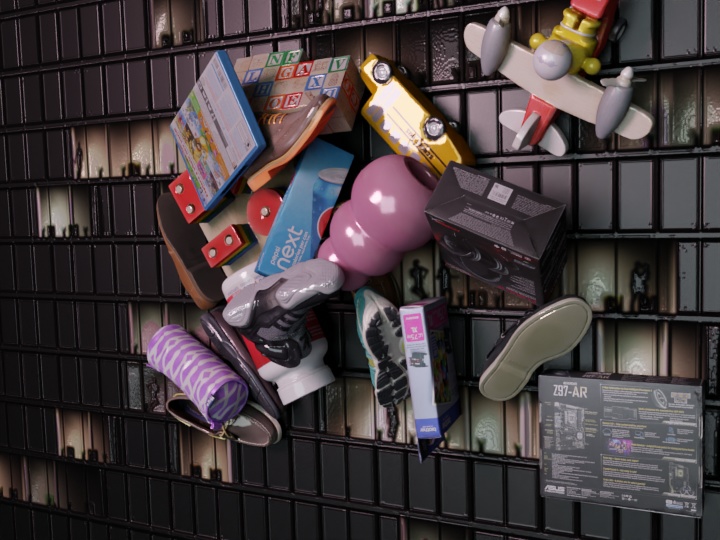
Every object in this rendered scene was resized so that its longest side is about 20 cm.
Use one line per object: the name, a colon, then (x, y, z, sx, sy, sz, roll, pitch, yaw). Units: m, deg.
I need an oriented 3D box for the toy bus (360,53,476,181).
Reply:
toy bus: (0.070, -0.199, 1.093, 0.200, 0.065, 0.078, 49, 115, 14)

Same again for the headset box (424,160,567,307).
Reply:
headset box: (0.172, -0.037, 0.995, 0.147, 0.200, 0.078, 25, 77, 21)

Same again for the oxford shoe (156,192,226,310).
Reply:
oxford shoe: (-0.280, -0.028, 1.289, 0.071, 0.071, 0.202, -40, 71, 50)

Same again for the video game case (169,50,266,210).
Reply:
video game case: (-0.204, -0.190, 1.132, 0.200, 0.018, 0.145, -35, 77, 52)

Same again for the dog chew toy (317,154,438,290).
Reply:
dog chew toy: (0.018, -0.051, 1.044, 0.125, 0.124, 0.200, 49, 116, 14)

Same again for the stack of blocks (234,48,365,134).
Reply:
stack of blocks: (-0.096, -0.250, 1.143, 0.197, 0.059, 0.116, -1, 58, 27)

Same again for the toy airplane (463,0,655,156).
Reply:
toy airplane: (0.231, -0.233, 0.964, 0.198, 0.141, 0.202, -14, 90, 27)

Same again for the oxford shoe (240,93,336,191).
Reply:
oxford shoe: (-0.109, -0.182, 1.080, 0.073, 0.071, 0.199, 48, 130, -8)

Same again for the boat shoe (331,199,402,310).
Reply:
boat shoe: (0.000, 0.000, 1.145, 0.071, 0.068, 0.203, -21, 87, 25)

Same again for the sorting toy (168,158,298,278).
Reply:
sorting toy: (-0.182, -0.109, 1.226, 0.198, 0.069, 0.202, -34, 79, 25)

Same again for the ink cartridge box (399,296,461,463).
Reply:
ink cartridge box: (0.098, 0.141, 1.081, 0.041, 0.119, 0.203, -5, 92, 21)

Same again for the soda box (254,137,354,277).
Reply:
soda box: (-0.079, -0.079, 1.130, 0.067, 0.064, 0.202, 23, 83, -12)

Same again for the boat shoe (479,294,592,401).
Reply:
boat shoe: (0.219, 0.086, 1.029, 0.074, 0.067, 0.200, 23, 130, -8)

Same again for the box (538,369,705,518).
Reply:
box: (0.325, 0.212, 1.016, 0.197, 0.043, 0.163, 0, 95, 27)

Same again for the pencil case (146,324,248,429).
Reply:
pencil case: (-0.256, 0.162, 1.260, 0.199, 0.083, 0.086, 34, 103, 40)

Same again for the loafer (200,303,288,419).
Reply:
loafer: (-0.168, 0.133, 1.248, 0.201, 0.063, 0.072, 50, 156, 12)

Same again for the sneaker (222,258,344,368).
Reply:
sneaker: (-0.082, 0.060, 1.066, 0.198, 0.076, 0.114, -19, 117, 34)

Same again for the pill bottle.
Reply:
pill bottle: (-0.116, 0.088, 1.189, 0.111, 0.112, 0.202, -29, 82, 26)

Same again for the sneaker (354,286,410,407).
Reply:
sneaker: (0.036, 0.105, 1.111, 0.080, 0.077, 0.202, 51, 159, 50)

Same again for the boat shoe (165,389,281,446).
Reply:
boat shoe: (-0.217, 0.234, 1.279, 0.198, 0.059, 0.073, 20, 114, 24)
